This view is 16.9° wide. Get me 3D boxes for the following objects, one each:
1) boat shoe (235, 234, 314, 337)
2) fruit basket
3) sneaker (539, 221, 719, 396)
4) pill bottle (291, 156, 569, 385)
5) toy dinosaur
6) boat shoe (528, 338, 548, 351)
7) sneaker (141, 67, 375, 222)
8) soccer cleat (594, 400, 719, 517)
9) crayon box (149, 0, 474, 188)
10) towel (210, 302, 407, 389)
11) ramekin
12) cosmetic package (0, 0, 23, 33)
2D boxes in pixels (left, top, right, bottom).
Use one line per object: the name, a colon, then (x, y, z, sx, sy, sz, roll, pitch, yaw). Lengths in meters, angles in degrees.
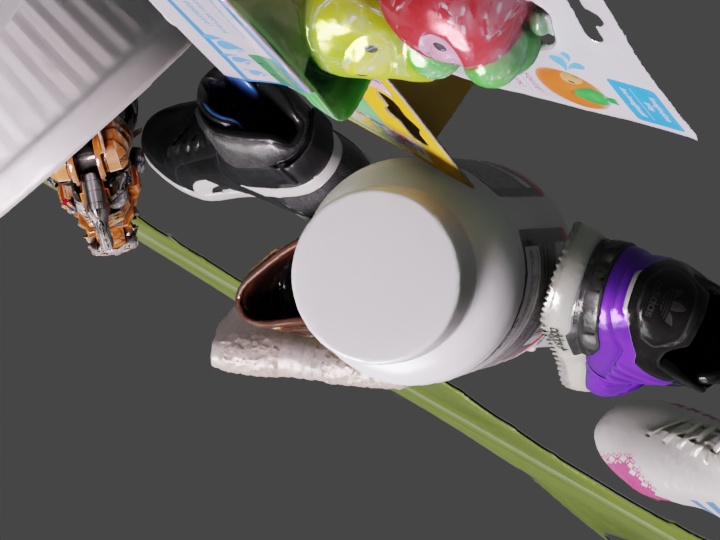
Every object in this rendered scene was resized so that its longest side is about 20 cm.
boat shoe: (0.000, 0.000, 1.431, 0.070, 0.071, 0.200, -5, 166, -36)
fruit basket: (0.009, -0.108, 0.904, 0.200, 0.094, 0.185, 25, 168, 36)
sneaker: (0.157, 0.036, 1.262, 0.099, 0.070, 0.200, 17, 173, 17)
pill bottle: (0.034, -0.001, 1.195, 0.111, 0.111, 0.200, 33, -170, 13)
toy dinosaur: (-0.174, -0.094, 1.580, 0.102, 0.136, 0.200, 1, 144, -17)
boat shoe: (0.099, 0.018, 1.411, 0.068, 0.072, 0.200, 20, 172, -8)
sneaker: (-0.083, -0.094, 1.506, 0.200, 0.073, 0.112, 17, 159, 42)
soccer cleat: (0.231, 0.120, 1.523, 0.200, 0.070, 0.086, 27, 154, 33)
crayon box: (-0.030, -0.123, 1.123, 0.200, 0.052, 0.126, 31, 172, 29)
towel: (-0.010, 0.028, 1.590, 0.132, 0.035, 0.200, 5, -161, 11)
ramekin: (-0.180, -0.113, 1.336, 0.094, 0.202, 0.202, 48, 170, -9)
cosmetic package: (-0.239, -0.165, 1.193, 0.151, 0.200, 0.052, 38, 173, -28)
